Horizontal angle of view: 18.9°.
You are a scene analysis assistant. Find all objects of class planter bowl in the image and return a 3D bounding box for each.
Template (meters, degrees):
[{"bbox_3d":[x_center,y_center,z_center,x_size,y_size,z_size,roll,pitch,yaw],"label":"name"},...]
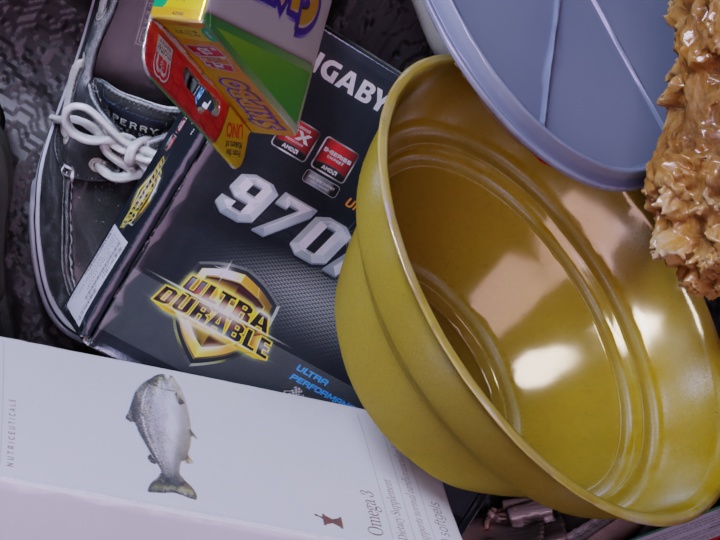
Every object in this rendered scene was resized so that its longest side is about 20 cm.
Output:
[{"bbox_3d":[0.050,0.023,0.837,0.083,0.201,0.201,-34,103,32],"label":"planter bowl"}]

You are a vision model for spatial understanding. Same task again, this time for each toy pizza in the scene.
[{"bbox_3d":[0.071,-0.124,0.870,0.032,0.200,0.201,-23,104,37],"label":"toy pizza"}]

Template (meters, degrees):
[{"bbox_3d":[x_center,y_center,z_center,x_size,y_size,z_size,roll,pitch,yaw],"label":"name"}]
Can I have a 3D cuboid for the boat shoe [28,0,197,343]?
[{"bbox_3d":[-0.095,-0.062,0.921,0.073,0.068,0.200,18,97,-9],"label":"boat shoe"}]

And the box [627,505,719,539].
[{"bbox_3d":[0.184,0.186,0.969,0.117,0.048,0.200,-20,125,3],"label":"box"}]

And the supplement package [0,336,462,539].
[{"bbox_3d":[-0.074,0.115,0.838,0.199,0.117,0.118,12,113,-14],"label":"supplement package"}]

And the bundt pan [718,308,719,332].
[{"bbox_3d":[0.247,0.005,0.965,0.201,0.076,0.203,-1,99,-7],"label":"bundt pan"}]

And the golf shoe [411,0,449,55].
[{"bbox_3d":[0.008,-0.175,0.922,0.088,0.077,0.201,-16,94,12],"label":"golf shoe"}]

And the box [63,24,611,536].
[{"bbox_3d":[0.000,0.000,0.909,0.200,0.046,0.159,30,95,-24],"label":"box"}]

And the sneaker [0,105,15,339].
[{"bbox_3d":[-0.184,-0.011,0.924,0.076,0.114,0.200,0,127,-11],"label":"sneaker"}]

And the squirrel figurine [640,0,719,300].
[{"bbox_3d":[0.205,-0.038,0.861,0.199,0.142,0.187,0,110,-3],"label":"squirrel figurine"}]

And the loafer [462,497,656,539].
[{"bbox_3d":[0.035,0.142,0.970,0.200,0.072,0.063,-31,94,2],"label":"loafer"}]

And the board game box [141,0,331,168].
[{"bbox_3d":[-0.030,-0.144,0.805,0.030,0.096,0.201,9,73,23],"label":"board game box"}]
